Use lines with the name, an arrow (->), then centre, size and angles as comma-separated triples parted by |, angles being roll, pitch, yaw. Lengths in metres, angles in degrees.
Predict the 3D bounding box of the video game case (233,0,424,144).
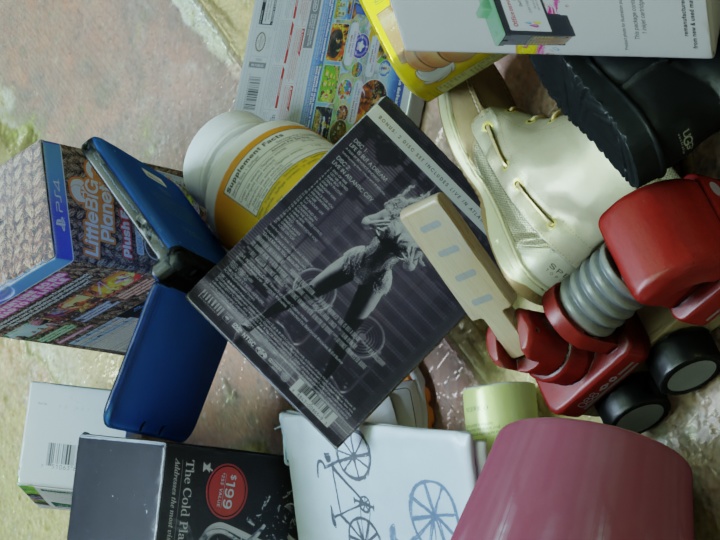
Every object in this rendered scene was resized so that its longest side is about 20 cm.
video game case -> -0.021, -0.160, 1.746 | 0.199, 0.018, 0.144 | 11, 89, 47

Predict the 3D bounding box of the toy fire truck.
toy fire truck -> 0.140, 0.002, 1.414 | 0.176, 0.199, 0.129 | -43, 54, 31

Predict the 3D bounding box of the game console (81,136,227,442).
game console -> -0.159, 0.017, 1.632 | 0.118, 0.200, 0.171 | -38, 76, 4

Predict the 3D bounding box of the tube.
tube -> 0.103, 0.177, 1.529 | 0.052, 0.058, 0.202 | -5, 83, 3

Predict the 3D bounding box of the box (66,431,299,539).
box -> -0.116, 0.228, 1.647 | 0.104, 0.181, 0.202 | 1, 83, 44

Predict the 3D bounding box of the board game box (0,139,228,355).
board game box -> -0.216, -0.013, 1.787 | 0.159, 0.199, 0.098 | -27, 64, 39

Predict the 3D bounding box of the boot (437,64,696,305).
boot -> 0.139, -0.098, 1.529 | 0.155, 0.073, 0.201 | -39, 53, 31

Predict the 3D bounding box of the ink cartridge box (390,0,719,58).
ink cartridge box -> 0.126, -0.211, 1.395 | 0.199, 0.084, 0.145 | 3, 52, 16

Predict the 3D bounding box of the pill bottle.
pill bottle -> -0.045, -0.044, 1.679 | 0.200, 0.111, 0.112 | 35, 107, 43

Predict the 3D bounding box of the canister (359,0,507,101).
canister -> 0.094, -0.223, 1.530 | 0.199, 0.086, 0.149 | -30, 75, 14

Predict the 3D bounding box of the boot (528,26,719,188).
boot -> 0.204, -0.142, 1.420 | 0.162, 0.074, 0.199 | -26, 44, -8

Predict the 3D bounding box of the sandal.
sandal -> 0.015, 0.143, 1.616 | 0.079, 0.059, 0.208 | -32, 60, 37

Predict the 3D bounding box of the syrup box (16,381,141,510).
syrup box -> -0.216, 0.142, 1.762 | 0.200, 0.078, 0.082 | 106, 170, -77

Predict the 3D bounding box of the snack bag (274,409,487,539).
snack bag -> 0.022, 0.196, 1.574 | 0.199, 0.021, 0.190 | 2, 103, 47

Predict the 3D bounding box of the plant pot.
plant pot -> 0.129, 0.197, 1.407 | 0.199, 0.200, 0.180 | -9, 60, 45

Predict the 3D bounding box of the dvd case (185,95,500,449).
dvd case -> 0.000, 0.000, 1.564 | 0.149, 0.016, 0.200 | 45, 81, 0
